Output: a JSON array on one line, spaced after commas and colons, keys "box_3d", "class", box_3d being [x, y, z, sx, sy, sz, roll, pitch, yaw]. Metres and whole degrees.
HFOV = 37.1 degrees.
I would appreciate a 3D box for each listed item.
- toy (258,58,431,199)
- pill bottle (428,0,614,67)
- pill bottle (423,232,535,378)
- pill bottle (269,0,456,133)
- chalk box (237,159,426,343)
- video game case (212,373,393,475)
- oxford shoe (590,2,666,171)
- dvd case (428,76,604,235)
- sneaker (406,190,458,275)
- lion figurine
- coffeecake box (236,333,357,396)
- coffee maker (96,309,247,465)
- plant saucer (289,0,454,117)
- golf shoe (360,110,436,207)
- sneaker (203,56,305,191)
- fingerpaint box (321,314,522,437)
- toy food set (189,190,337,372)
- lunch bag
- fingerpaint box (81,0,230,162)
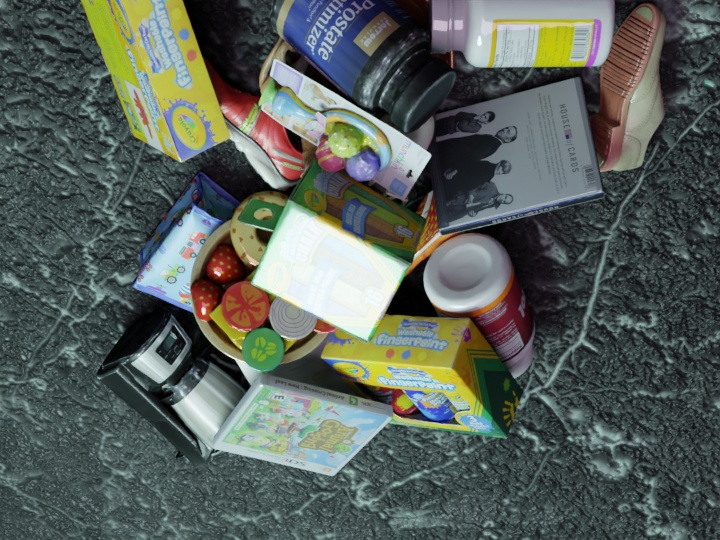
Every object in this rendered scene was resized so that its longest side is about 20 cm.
[{"box_3d": [-0.028, -0.143, 1.193, 0.199, 0.047, 0.115, 35, 156, 1], "class": "toy"}, {"box_3d": [0.175, -0.279, 1.191, 0.196, 0.105, 0.106, 0, 120, 0], "class": "pill bottle"}, {"box_3d": [0.159, 0.054, 1.367, 0.111, 0.114, 0.201, -13, 141, 15], "class": "pill bottle"}, {"box_3d": [0.005, -0.246, 1.168, 0.200, 0.112, 0.112, 43, 120, 12], "class": "pill bottle"}, {"box_3d": [-0.042, -0.035, 1.234, 0.198, 0.125, 0.125, 28, 121, -4], "class": "chalk box"}, {"box_3d": [-0.078, 0.205, 1.392, 0.179, 0.022, 0.200, 16, 143, -18], "class": "video game case"}, {"box_3d": [0.323, -0.212, 1.254, 0.073, 0.071, 0.203, 0, 123, -21], "class": "oxford shoe"}, {"box_3d": [0.178, -0.136, 1.273, 0.197, 0.153, 0.025, -12, 160, 15], "class": "dvd case"}, {"box_3d": [0.077, -0.037, 1.376, 0.199, 0.076, 0.074, -34, 68, 39], "class": "sneaker"}, {"box_3d": [-0.065, -0.190, 1.282, 0.122, 0.072, 0.201, -33, 96, 36], "class": "lion figurine"}, {"box_3d": [-0.079, 0.112, 1.448, 0.152, 0.073, 0.202, -22, 124, 5], "class": "coffeecake box"}, {"box_3d": [-0.268, 0.172, 1.508, 0.191, 0.135, 0.200, -36, 109, 25], "class": "coffee maker"}, {"box_3d": [0.014, -0.256, 1.280, 0.197, 0.032, 0.203, 4, 119, 8], "class": "plant saucer"}, {"box_3d": [0.046, -0.121, 1.282, 0.076, 0.089, 0.201, 2, 148, -13], "class": "golf shoe"}, {"box_3d": [-0.132, -0.194, 1.327, 0.085, 0.077, 0.200, -40, 113, 5], "class": "sneaker"}, {"box_3d": [0.077, 0.131, 1.347, 0.198, 0.074, 0.167, 2, 145, 37], "class": "fingerpaint box"}, {"box_3d": [-0.112, 0.019, 1.328, 0.198, 0.049, 0.200, 45, 80, 3], "class": "toy food set"}, {"box_3d": [-0.177, -0.005, 1.429, 0.199, 0.095, 0.151, 33, 117, -21], "class": "lunch bag"}, {"box_3d": [-0.241, -0.246, 1.245, 0.073, 0.166, 0.202, -28, 118, -20], "class": "fingerpaint box"}]
